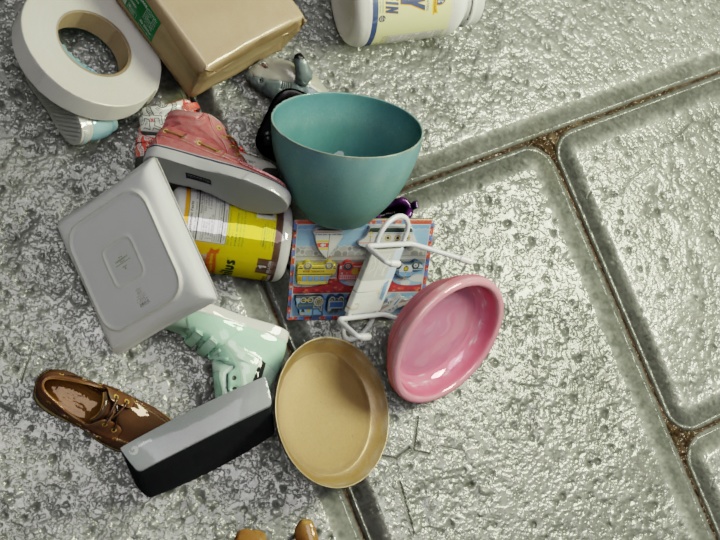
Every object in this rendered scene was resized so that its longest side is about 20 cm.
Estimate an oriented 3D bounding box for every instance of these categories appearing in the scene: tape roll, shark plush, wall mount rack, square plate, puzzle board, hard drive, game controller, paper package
[{"bbox_3d":[-0.362,-0.293,1.422,0.202,0.037,0.204,22,49,-28],"label":"tape roll"},{"bbox_3d":[-0.076,-0.227,1.538,0.083,0.091,0.200,-37,111,1],"label":"shark plush"},{"bbox_3d":[0.058,0.026,1.454,0.173,0.074,0.201,-4,123,-47],"label":"wall mount rack"},{"bbox_3d":[-0.296,-0.014,1.369,0.028,0.199,0.199,-17,81,-59],"label":"square plate"},{"bbox_3d":[0.000,0.000,1.472,0.198,0.017,0.152,-1,117,-15],"label":"puzzle board"},{"bbox_3d":[-0.200,0.217,1.361,0.199,0.135,0.042,-25,63,-17],"label":"hard drive"},{"bbox_3d":[-0.045,-0.174,1.496,0.199,0.042,0.105,25,109,-14],"label":"game controller"},{"bbox_3d":[-0.213,-0.370,1.472,0.190,0.103,0.201,-36,90,-31],"label":"paper package"}]

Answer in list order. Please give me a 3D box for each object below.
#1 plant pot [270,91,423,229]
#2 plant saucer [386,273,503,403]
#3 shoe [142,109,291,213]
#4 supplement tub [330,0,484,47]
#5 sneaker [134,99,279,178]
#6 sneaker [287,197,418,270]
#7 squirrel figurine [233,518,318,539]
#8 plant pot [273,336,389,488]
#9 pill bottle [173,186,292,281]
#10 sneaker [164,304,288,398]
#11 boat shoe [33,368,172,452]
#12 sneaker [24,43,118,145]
[{"bbox_3d":[-0.024,-0.135,1.409,0.198,0.201,0.136,-1,123,-14],"label":"plant pot"},{"bbox_3d":[0.109,0.087,1.461,0.200,0.201,0.051,-37,49,-18],"label":"plant saucer"},{"bbox_3d":[-0.176,-0.146,1.387,0.199,0.072,0.091,18,60,2],"label":"shoe"},{"bbox_3d":[0.067,-0.408,1.547,0.199,0.145,0.146,-11,82,-16],"label":"supplement tub"},{"bbox_3d":[-0.210,-0.179,1.472,0.200,0.067,0.109,2,81,-11],"label":"sneaker"},{"bbox_3d":[-0.016,-0.059,1.487,0.199,0.088,0.075,-25,84,-17],"label":"sneaker"},{"bbox_3d":[-0.129,0.427,1.343,0.185,0.142,0.201,-15,81,-10],"label":"squirrel figurine"},{"bbox_3d":[-0.042,0.190,1.428,0.199,0.027,0.202,13,71,-40],"label":"plant pot"},{"bbox_3d":[-0.196,-0.051,1.429,0.198,0.109,0.110,8,77,-12],"label":"pill bottle"},{"bbox_3d":[-0.200,0.112,1.412,0.199,0.074,0.119,16,70,-13],"label":"sneaker"},{"bbox_3d":[-0.328,0.186,1.371,0.199,0.068,0.072,26,74,-8],"label":"boat shoe"},{"bbox_3d":[-0.397,-0.260,1.450,0.082,0.074,0.201,-18,78,-47],"label":"sneaker"}]
